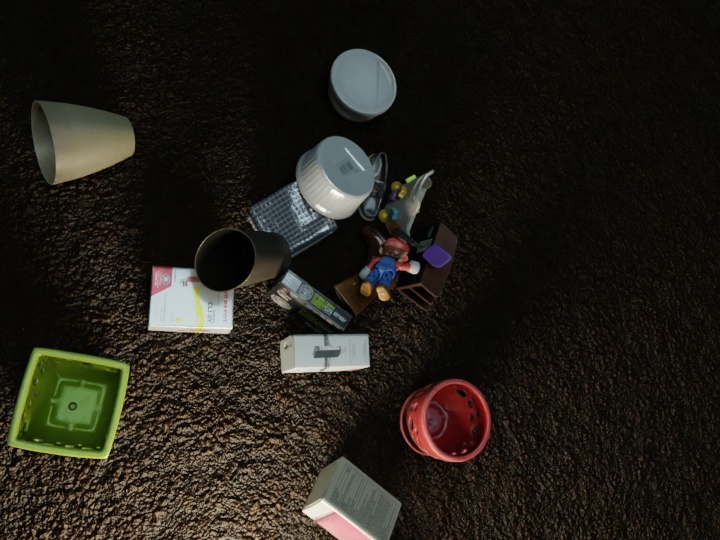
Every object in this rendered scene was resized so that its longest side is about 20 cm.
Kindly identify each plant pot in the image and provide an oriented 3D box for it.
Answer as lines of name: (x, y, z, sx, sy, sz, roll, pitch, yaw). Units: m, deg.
plant pot: (0.212, 0.388, 1.645, 0.197, 0.182, 0.204, 5, 76, -19)
plant pot: (-0.647, -0.309, 1.500, 0.198, 0.187, 0.190, -14, 82, -37)
plant pot: (-0.615, 0.286, 1.357, 0.197, 0.181, 0.202, 14, 74, -17)

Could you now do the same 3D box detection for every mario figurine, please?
mario figurine: (0.076, 0.004, 1.669, 0.123, 0.106, 0.201, 38, 51, -6)

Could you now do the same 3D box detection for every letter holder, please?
letter holder: (0.205, -0.005, 1.756, 0.142, 0.100, 0.202, 37, 60, -28)

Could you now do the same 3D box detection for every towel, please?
towel: (-0.178, -0.131, 1.644, 0.198, 0.086, 0.167, -30, 89, -5)

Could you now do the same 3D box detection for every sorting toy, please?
sorting toy: (0.144, -0.201, 1.758, 0.106, 0.180, 0.202, 28, 69, -12)

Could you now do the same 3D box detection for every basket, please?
basket: (-0.264, -0.031, 1.506, 0.199, 0.178, 0.138, -10, 80, -64)

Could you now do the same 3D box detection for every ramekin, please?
ramekin: (-0.058, -0.244, 1.622, 0.198, 0.097, 0.203, 18, 58, -30)
ramekin: (-0.003, -0.523, 1.824, 0.199, 0.094, 0.206, 5, 76, -19)

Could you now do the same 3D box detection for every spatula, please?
spatula: (0.155, -0.068, 1.696, 0.056, 0.021, 0.199, -39, 48, -20)

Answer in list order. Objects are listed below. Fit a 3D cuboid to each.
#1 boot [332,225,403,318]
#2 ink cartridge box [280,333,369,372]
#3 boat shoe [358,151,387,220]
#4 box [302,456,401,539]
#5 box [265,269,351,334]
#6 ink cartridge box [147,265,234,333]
boot: (0.000, 0.000, 1.724, 0.199, 0.068, 0.190, -34, 102, -25)
ink cartridge box: (-0.092, 0.209, 1.592, 0.197, 0.144, 0.085, 2, 77, -20)
boat shoe: (0.038, -0.243, 1.789, 0.071, 0.065, 0.203, 16, 73, -18)
box: (-0.020, 0.575, 1.536, 0.199, 0.109, 0.128, 40, 44, -7)
box: (-0.133, 0.089, 1.597, 0.199, 0.160, 0.045, 37, 66, -9)
ink cartridge box: (-0.409, 0.072, 1.537, 0.197, 0.083, 0.148, 4, 76, -20)
